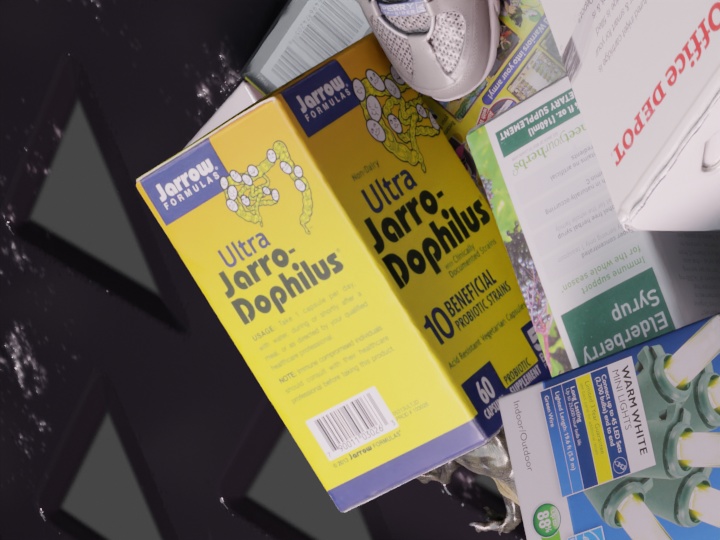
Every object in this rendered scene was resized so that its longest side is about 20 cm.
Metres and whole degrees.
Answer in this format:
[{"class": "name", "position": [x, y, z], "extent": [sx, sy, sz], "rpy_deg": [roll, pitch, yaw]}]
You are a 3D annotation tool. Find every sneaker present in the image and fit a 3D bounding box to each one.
[{"class": "sneaker", "position": [0.004, -0.167, 1.451], "extent": [0.075, 0.082, 0.200], "rpy_deg": [-9, 115, 32]}]

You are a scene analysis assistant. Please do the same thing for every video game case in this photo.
[{"class": "video game case", "position": [0.055, -0.114, 1.516], "extent": [0.181, 0.025, 0.200], "rpy_deg": [42, 123, 9]}]

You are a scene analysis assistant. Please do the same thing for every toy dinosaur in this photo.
[{"class": "toy dinosaur", "position": [0.076, 0.113, 1.738], "extent": [0.200, 0.047, 0.088], "rpy_deg": [52, 139, 8]}]

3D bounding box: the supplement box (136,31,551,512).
[{"class": "supplement box", "position": [0.000, 0.000, 1.510], "extent": [0.109, 0.109, 0.200], "rpy_deg": [-29, 95, 38]}]

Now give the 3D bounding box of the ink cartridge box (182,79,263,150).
[{"class": "ink cartridge box", "position": [0.000, -0.030, 1.674], "extent": [0.200, 0.045, 0.176], "rpy_deg": [57, 143, 7]}]

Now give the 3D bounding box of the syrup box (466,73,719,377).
[{"class": "syrup box", "position": [0.132, 0.009, 1.417], "extent": [0.079, 0.081, 0.200], "rpy_deg": [-30, 70, 34]}]

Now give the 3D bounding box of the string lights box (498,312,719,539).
[{"class": "string lights box", "position": [0.164, 0.074, 1.301], "extent": [0.200, 0.059, 0.103], "rpy_deg": [-24, 69, 33]}]

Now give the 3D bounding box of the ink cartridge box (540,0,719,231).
[{"class": "ink cartridge box", "position": [0.152, -0.137, 1.349], "extent": [0.146, 0.085, 0.200], "rpy_deg": [122, 142, -48]}]
